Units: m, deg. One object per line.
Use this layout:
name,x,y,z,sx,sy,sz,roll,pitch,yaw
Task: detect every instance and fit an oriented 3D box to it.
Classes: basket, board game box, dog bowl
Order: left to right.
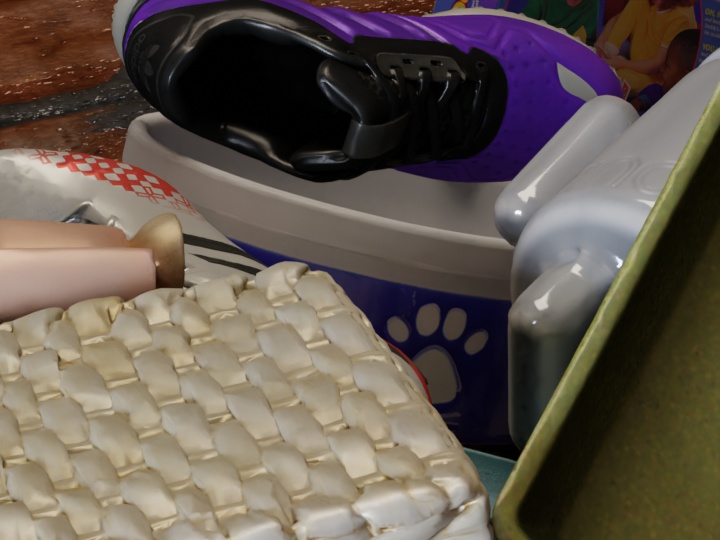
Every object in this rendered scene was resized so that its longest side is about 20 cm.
basket,-0.067,0.114,0.811,0.198,0.161,0.200,-11,22,-11
dog bowl,0.000,0.000,1.112,0.200,0.079,0.200,12,11,-2
board game box,0.125,-0.099,1.240,0.200,0.135,0.045,12,7,-34

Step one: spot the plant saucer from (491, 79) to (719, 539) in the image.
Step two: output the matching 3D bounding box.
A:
plant saucer,0.148,0.056,0.823,0.200,0.200,0.048,-59,10,-28

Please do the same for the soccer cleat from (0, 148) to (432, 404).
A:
soccer cleat,-0.066,0.014,0.982,0.200,0.069,0.085,31,9,14

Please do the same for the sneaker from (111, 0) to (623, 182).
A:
sneaker,0.007,-0.061,1.069,0.200,0.070,0.100,8,19,-12

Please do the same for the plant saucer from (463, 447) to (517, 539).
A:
plant saucer,0.104,0.091,0.889,0.200,0.019,0.070,17,11,-21

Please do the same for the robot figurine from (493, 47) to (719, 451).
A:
robot figurine,0.128,-0.007,0.935,0.170,0.113,0.200,28,49,26

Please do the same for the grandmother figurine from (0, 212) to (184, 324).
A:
grandmother figurine,-0.155,0.008,0.887,0.200,0.121,0.061,0,-21,-22
